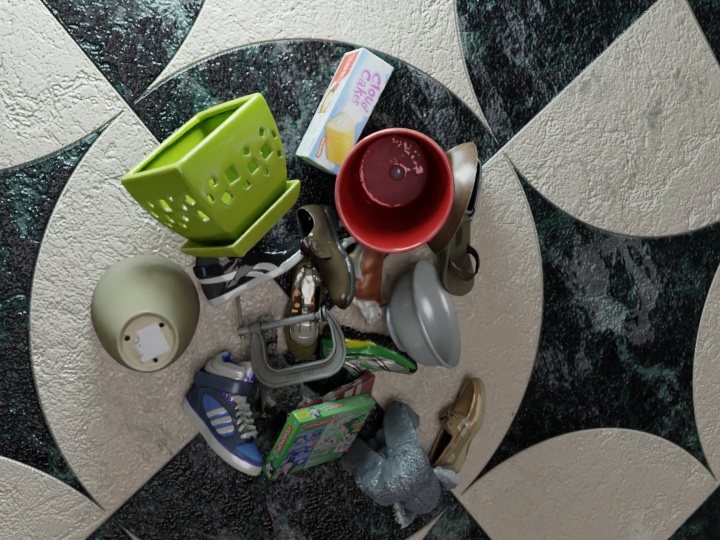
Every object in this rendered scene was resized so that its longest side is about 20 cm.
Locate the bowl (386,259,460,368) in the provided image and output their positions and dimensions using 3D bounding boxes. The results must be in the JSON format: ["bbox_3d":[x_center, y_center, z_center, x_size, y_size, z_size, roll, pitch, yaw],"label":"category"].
[{"bbox_3d":[0.107,0.092,1.374,0.089,0.202,0.204,-19,110,23],"label":"bowl"}]

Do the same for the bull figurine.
[{"bbox_3d":[0.000,0.000,1.360,0.119,0.065,0.206,3,97,-32],"label":"bull figurine"}]

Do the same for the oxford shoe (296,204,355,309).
[{"bbox_3d":[-0.067,-0.023,1.281,0.083,0.203,0.073,1,146,-40],"label":"oxford shoe"}]

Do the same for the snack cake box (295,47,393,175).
[{"bbox_3d":[-0.031,-0.270,1.274,0.066,0.115,0.203,26,93,-17],"label":"snack cake box"}]

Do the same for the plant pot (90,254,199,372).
[{"bbox_3d":[-0.342,0.086,1.200,0.182,0.200,0.193,-4,102,-17],"label":"plant pot"}]

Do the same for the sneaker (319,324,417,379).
[{"bbox_3d":[0.014,0.164,1.404,0.195,0.078,0.087,15,103,-11],"label":"sneaker"}]

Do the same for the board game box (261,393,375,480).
[{"bbox_3d":[-0.070,0.290,1.314,0.198,0.029,0.136,-2,126,-50],"label":"board game box"}]

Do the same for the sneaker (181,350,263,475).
[{"bbox_3d":[-0.210,0.236,1.296,0.199,0.080,0.147,40,95,20],"label":"sneaker"}]

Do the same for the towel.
[{"bbox_3d":[-0.061,0.271,1.354,0.197,0.023,0.146,-23,140,-35],"label":"towel"}]

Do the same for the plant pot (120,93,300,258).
[{"bbox_3d":[-0.222,-0.135,1.174,0.200,0.196,0.184,-48,120,-31],"label":"plant pot"}]

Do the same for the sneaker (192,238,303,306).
[{"bbox_3d":[-0.196,-0.031,1.291,0.197,0.073,0.114,-30,107,-10],"label":"sneaker"}]

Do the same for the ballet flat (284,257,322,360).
[{"bbox_3d":[-0.100,0.070,1.345,0.069,0.071,0.206,2,100,-18],"label":"ballet flat"}]

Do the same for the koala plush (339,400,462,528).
[{"bbox_3d":[0.089,0.397,1.421,0.176,0.184,0.201,-38,122,1],"label":"koala plush"}]

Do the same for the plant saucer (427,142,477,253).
[{"bbox_3d":[0.148,-0.133,1.316,0.036,0.200,0.205,16,96,-11],"label":"plant saucer"}]

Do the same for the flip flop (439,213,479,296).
[{"bbox_3d":[0.191,-0.020,1.377,0.081,0.057,0.203,-38,144,-25],"label":"flip flop"}]

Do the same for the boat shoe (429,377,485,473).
[{"bbox_3d":[0.192,0.308,1.483,0.063,0.071,0.205,15,97,-20],"label":"boat shoe"}]

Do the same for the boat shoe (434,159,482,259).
[{"bbox_3d":[0.181,-0.117,1.394,0.068,0.071,0.206,9,99,-19],"label":"boat shoe"}]

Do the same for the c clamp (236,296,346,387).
[{"bbox_3d":[-0.122,0.112,1.291,0.194,0.027,0.176,-6,78,6],"label":"c clamp"}]

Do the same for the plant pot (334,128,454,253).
[{"bbox_3d":[0.058,-0.151,1.260,0.195,0.178,0.206,1,108,2],"label":"plant pot"}]

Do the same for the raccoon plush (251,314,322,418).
[{"bbox_3d":[-0.120,0.187,1.351,0.131,0.096,0.205,2,102,-26],"label":"raccoon plush"}]
